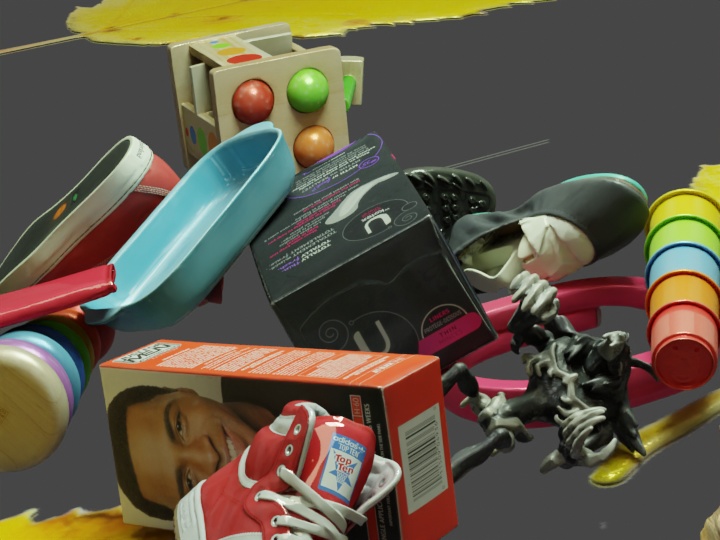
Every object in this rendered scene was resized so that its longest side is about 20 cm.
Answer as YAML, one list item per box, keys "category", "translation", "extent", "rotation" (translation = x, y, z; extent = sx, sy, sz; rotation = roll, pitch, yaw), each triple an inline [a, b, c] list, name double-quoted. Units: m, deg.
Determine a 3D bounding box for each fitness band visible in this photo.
- category: "fitness band"
  translation: [0.144, 0.054, 1.153]
  extent: [0.199, 0.038, 0.144]
  rotation: [-15, 25, -20]

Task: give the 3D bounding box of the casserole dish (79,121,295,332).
- category: "casserole dish"
  translation: [-0.116, -0.024, 1.209]
  extent: [0.121, 0.039, 0.200]
  rotation: [-7, 39, 55]

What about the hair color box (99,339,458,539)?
- category: "hair color box"
  translation: [-0.048, 0.097, 0.966]
  extent: [0.199, 0.102, 0.061]
  rotation: [1, 14, 35]

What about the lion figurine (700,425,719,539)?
- category: "lion figurine"
  translation: [0.257, 0.119, 0.893]
  extent: [0.199, 0.073, 0.123]
  rotation: [-6, 54, -18]

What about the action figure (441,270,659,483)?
- category: "action figure"
  translation: [0.104, 0.071, 1.008]
  extent: [0.199, 0.119, 0.102]
  rotation: [-22, -18, -26]

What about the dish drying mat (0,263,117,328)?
- category: "dish drying mat"
  translation: [-0.261, 0.035, 1.156]
  extent: [0.199, 0.018, 0.077]
  rotation: [-16, 10, -4]

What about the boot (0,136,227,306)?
- category: "boot"
  translation: [-0.189, 0.007, 1.328]
  extent: [0.200, 0.144, 0.073]
  rotation: [-38, 26, 24]

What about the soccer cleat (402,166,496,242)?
- category: "soccer cleat"
  translation: [0.011, -0.051, 1.422]
  extent: [0.199, 0.069, 0.073]
  rotation: [-11, 17, -5]

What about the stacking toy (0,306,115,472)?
- category: "stacking toy"
  translation: [-0.217, 0.062, 1.179]
  extent: [0.085, 0.086, 0.200]
  rotation: [-3, 17, 8]

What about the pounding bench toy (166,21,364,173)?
- category: "pounding bench toy"
  translation: [-0.060, -0.159, 1.636]
  extent: [0.199, 0.125, 0.156]
  rotation: [-14, 22, -21]

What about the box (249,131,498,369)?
- category: "box"
  translation: [0.000, 0.000, 1.188]
  extent: [0.122, 0.106, 0.200]
  rotation: [-29, 22, 2]

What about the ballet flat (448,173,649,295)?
- category: "ballet flat"
  translation: [0.127, -0.016, 1.241]
  extent: [0.073, 0.073, 0.200]
  rotation: [-22, 4, -35]

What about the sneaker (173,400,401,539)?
- category: "sneaker"
  translation: [-0.026, 0.140, 0.826]
  extent: [0.112, 0.071, 0.200]
  rotation: [-45, 34, 13]

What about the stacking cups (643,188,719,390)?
- category: "stacking cups"
  translation: [0.212, 0.017, 1.124]
  extent: [0.060, 0.061, 0.200]
  rotation: [-1, 29, 12]
